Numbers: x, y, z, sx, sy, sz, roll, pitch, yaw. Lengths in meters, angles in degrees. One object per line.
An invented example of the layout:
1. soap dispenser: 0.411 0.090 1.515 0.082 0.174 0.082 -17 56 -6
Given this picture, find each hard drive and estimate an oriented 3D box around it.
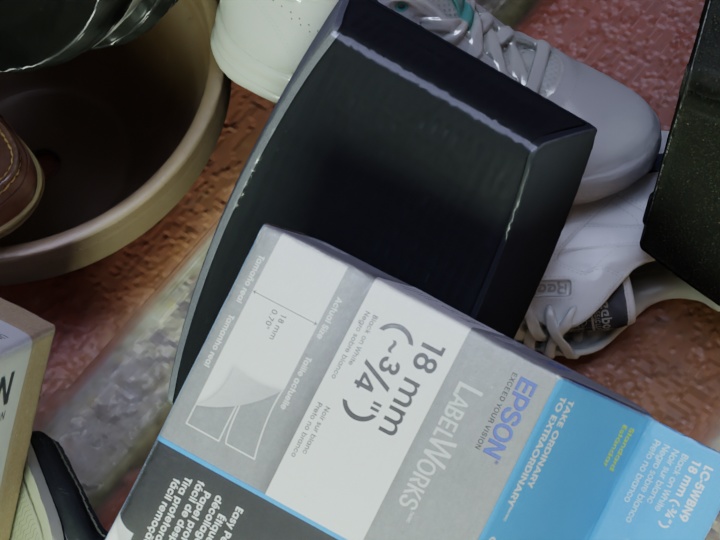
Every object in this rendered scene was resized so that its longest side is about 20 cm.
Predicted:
1. hard drive: 0.000 0.000 1.068 0.135 0.200 0.042 32 24 15

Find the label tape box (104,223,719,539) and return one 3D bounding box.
1. label tape box: 0.023 0.089 0.996 0.200 0.063 0.144 27 91 16

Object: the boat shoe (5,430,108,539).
1. boat shoe: -0.108 0.149 1.074 0.068 0.072 0.200 1 44 -35

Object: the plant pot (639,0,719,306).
1. plant pot: 0.219 -0.068 1.054 0.177 0.200 0.200 15 63 6

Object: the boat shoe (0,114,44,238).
1. boat shoe: -0.219 -0.080 1.100 0.200 0.068 0.072 36 71 24

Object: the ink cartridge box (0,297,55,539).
1. ink cartridge box: -0.208 0.103 0.993 0.075 0.200 0.165 21 109 18

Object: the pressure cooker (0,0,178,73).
1. pressure cooker: -0.122 -0.199 1.080 0.176 0.179 0.200 16 40 21

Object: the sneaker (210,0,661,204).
1. sneaker: 0.035 -0.093 1.088 0.200 0.089 0.075 18 47 4

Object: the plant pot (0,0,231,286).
1. plant pot: -0.153 -0.068 1.176 0.201 0.093 0.201 -4 59 6

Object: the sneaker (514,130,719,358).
1. sneaker: 0.063 0.003 1.123 0.200 0.076 0.081 -17 67 -2
